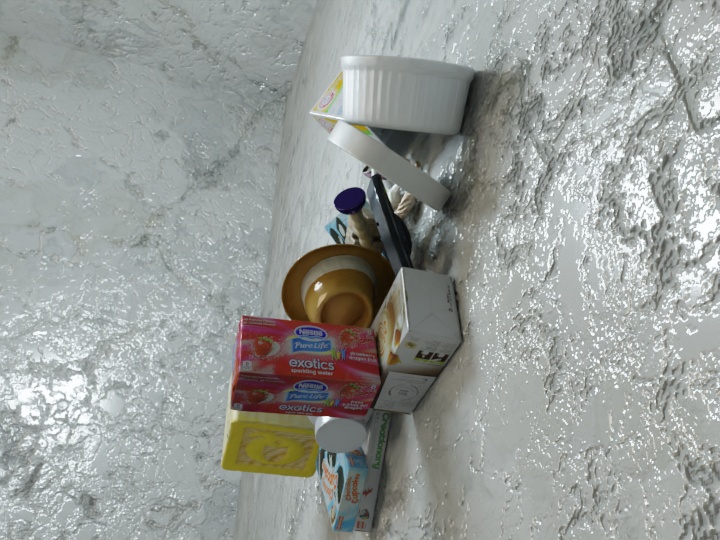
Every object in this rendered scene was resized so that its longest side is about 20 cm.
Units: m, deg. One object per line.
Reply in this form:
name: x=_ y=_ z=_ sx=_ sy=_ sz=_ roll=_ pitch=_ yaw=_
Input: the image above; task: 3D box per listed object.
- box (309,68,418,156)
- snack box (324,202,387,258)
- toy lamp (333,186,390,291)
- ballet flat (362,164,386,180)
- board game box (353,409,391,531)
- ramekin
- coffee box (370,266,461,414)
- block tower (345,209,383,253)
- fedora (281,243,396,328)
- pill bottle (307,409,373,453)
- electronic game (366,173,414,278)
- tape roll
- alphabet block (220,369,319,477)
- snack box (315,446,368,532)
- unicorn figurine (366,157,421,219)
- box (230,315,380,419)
box: x=0.015 y=-0.280 z=1.243 sx=0.113 sy=0.101 sz=0.200 roll=-53 pitch=35 yaw=-6
snack box: x=-0.001 y=-0.064 z=1.324 sx=0.037 sy=0.117 sz=0.200 roll=-37 pitch=3 yaw=-17
toy lamp: x=0.012 y=-0.037 z=1.109 sx=0.058 sy=0.058 sz=0.201 roll=-95 pitch=-15 yaw=-48
ballet flat: x=0.049 y=-0.250 z=1.347 sx=0.201 sy=0.071 sz=0.070 roll=114 pitch=163 yaw=-44
board game box: x=0.004 y=0.324 z=1.200 sx=0.126 sy=0.034 sz=0.202 roll=-172 pitch=92 yaw=-76
ramekin: x=0.065 y=-0.260 z=1.046 sx=0.200 sy=0.199 sz=0.099 roll=-132 pitch=46 yaw=-73
coffee box: x=0.066 y=0.106 z=1.009 sx=0.201 sy=0.079 sz=0.115 roll=114 pitch=161 yaw=-45
block tower: x=0.000 y=0.000 z=1.201 sx=0.058 sy=0.054 sz=0.202 roll=-127 pitch=41 yaw=-63
fedora: x=-0.030 y=0.053 z=1.088 sx=0.082 sy=0.199 sz=0.202 roll=-98 pitch=23 yaw=-49
pill bottle: x=-0.036 y=0.195 z=1.157 sx=0.201 sy=0.111 sz=0.113 roll=-96 pitch=21 yaw=-53
electronic game: x=0.055 y=-0.051 z=1.070 sx=0.200 sy=0.041 sz=0.202 roll=-20 pitch=-90 yaw=-85
tape roll: x=0.043 y=-0.155 z=1.041 sx=0.037 sy=0.202 sz=0.203 roll=-57 pitch=18 yaw=8
alphabet block: x=-0.169 y=0.277 z=1.414 sx=0.196 sy=0.195 sz=0.201 roll=109 pitch=164 yaw=-46
snack box: x=-0.035 y=0.335 z=1.196 sx=0.200 sy=0.037 sz=0.117 roll=-128 pitch=49 yaw=-70
unicorn figurine: x=0.051 y=-0.145 z=1.262 sx=0.200 sy=0.073 sz=0.138 roll=-113 pitch=39 yaw=-70
box: x=-0.080 y=0.138 z=0.990 sx=0.100 sy=0.198 sz=0.096 roll=-97 pitch=20 yaw=-44
